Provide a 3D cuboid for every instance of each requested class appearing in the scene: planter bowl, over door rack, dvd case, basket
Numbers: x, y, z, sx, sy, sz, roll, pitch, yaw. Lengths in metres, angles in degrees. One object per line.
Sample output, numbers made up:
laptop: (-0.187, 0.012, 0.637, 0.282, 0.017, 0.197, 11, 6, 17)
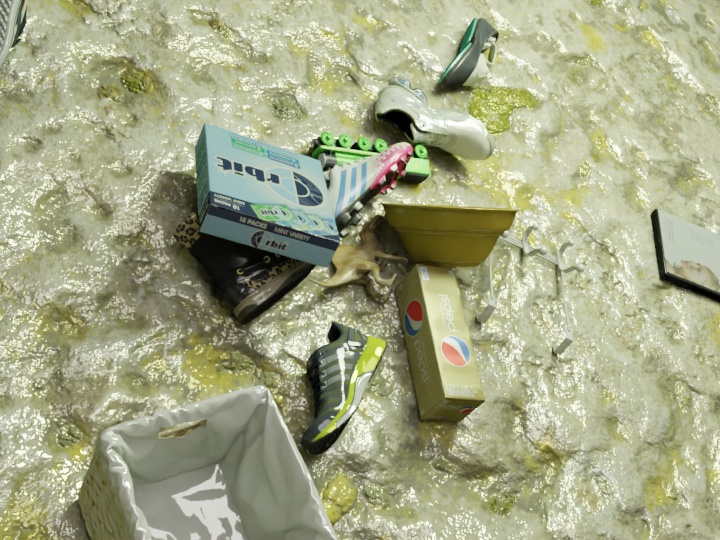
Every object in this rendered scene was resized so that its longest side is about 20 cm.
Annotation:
planter bowl: (0.123, -0.049, 1.478, 0.198, 0.200, 0.085, 1, 94, -30)
over door rack: (0.254, 0.007, 1.560, 0.146, 0.067, 0.202, 22, 50, -15)
dvd case: (0.588, -0.016, 1.810, 0.198, 0.018, 0.144, 19, 50, -19)
basket: (-0.163, 0.252, 1.071, 0.196, 0.161, 0.202, -12, 66, -36)

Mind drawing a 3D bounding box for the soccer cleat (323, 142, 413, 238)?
soccer cleat: (-0.005, -0.131, 1.484, 0.086, 0.070, 0.200, 36, 56, 13)

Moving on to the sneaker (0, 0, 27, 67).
sneaker: (-0.470, -0.300, 1.338, 0.078, 0.079, 0.202, 22, 74, -8)

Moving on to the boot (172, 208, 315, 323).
boot: (-0.132, -0.039, 1.358, 0.151, 0.073, 0.200, 45, 53, 4)

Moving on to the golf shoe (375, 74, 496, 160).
golf shoe: (0.109, -0.211, 1.621, 0.198, 0.079, 0.098, 28, 46, 1)

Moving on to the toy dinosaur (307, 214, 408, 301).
toy dinosaur: (0.000, 0.000, 1.431, 0.100, 0.059, 0.200, 29, 39, 9)

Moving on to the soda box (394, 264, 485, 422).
soda box: (0.103, 0.096, 1.404, 0.063, 0.068, 0.202, 8, 55, -27)

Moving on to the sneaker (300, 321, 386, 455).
sneaker: (-0.037, 0.142, 1.295, 0.080, 0.074, 0.201, 30, 40, -1)

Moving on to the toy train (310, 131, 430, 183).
toy train: (0.017, -0.163, 1.555, 0.198, 0.042, 0.057, 4, 67, -29)

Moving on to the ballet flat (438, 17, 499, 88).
ballet flat: (0.191, -0.356, 1.777, 0.073, 0.073, 0.201, 33, 45, -6)

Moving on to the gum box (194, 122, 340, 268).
gum box: (-0.122, -0.097, 1.336, 0.168, 0.045, 0.201, 16, 30, -22)
